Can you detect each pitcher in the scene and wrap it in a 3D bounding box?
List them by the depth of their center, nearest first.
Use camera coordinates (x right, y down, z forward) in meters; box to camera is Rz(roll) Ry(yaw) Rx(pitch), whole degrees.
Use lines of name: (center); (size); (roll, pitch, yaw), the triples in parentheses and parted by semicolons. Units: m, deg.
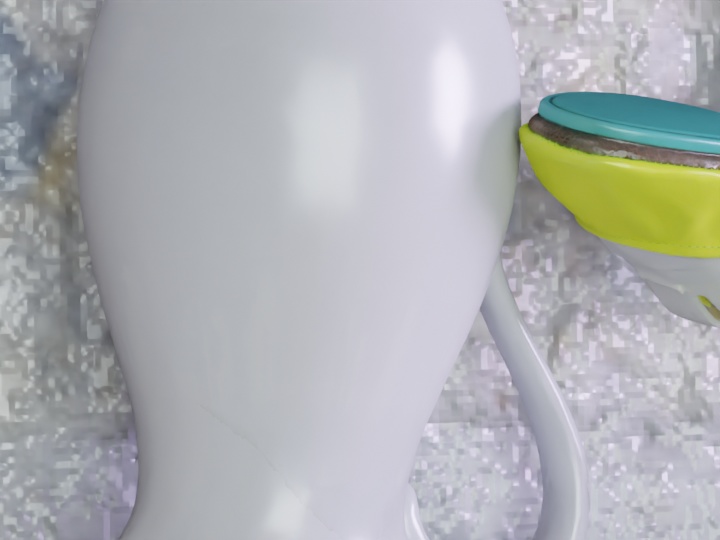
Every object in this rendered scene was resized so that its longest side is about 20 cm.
pitcher: (0.000, 0.000, 0.826); (0.171, 0.121, 0.201); (5, 89, -39)

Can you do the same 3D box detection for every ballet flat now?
ballet flat: (0.114, -0.019, 0.850); (0.200, 0.067, 0.067); (-9, 114, -50)
